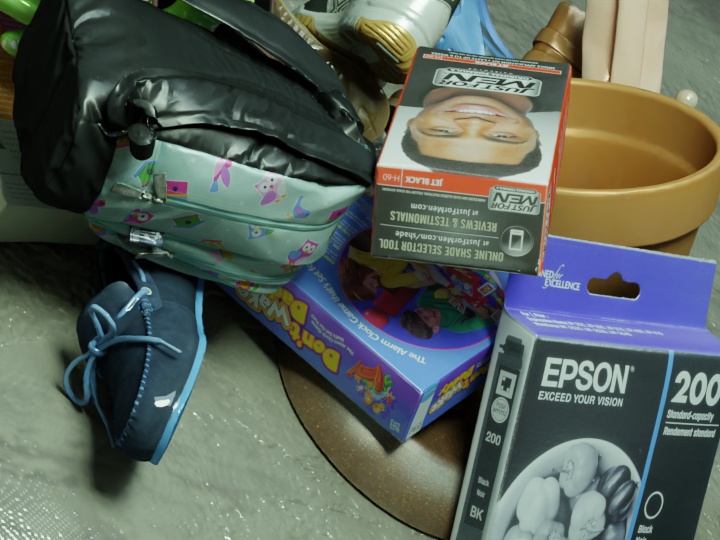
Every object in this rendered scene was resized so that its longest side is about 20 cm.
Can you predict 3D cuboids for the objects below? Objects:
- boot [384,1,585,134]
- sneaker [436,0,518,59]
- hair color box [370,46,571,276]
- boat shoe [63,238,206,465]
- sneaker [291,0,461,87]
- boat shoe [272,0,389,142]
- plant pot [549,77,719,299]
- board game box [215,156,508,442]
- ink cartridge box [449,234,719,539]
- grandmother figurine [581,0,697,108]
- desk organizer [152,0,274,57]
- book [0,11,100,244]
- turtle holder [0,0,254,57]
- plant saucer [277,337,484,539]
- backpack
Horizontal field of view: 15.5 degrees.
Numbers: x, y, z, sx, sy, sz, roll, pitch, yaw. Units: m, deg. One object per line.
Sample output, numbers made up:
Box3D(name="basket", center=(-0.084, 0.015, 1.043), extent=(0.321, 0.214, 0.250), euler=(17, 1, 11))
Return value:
Box3D(name="boot", center=(0.112, -0.122, 1.856), extent=(0.200, 0.155, 0.074), euler=(32, -10, -35))
Box3D(name="sneaker", center=(0.065, -0.159, 1.914), extent=(0.078, 0.066, 0.201), euler=(-18, 85, -44))
Box3D(name="hair color box", center=(0.068, -0.068, 1.567), extent=(0.101, 0.062, 0.200), euler=(7, 25, 5))
Box3D(name="boat shoe", center=(-0.130, 0.043, 1.464), extent=(0.068, 0.084, 0.200), euler=(24, 17, -14))
Box3D(name="sneaker", center=(0.018, -0.174, 1.800), extent=(0.076, 0.088, 0.200), euler=(43, -11, -19))
Box3D(name="boat shoe", center=(-0.071, -0.150, 1.781), extent=(0.200, 0.071, 0.065), euler=(42, -8, -9))
Box3D(name="plant pot", center=(0.134, -0.027, 1.724), extent=(0.199, 0.141, 0.200), euler=(2, 25, -1))
Box3D(name="board game box", center=(0.000, 0.000, 1.607), extent=(0.200, 0.045, 0.134), euler=(40, 45, 20))
Box3D(name="ink cartridge box", center=(0.150, 0.085, 1.613), extent=(0.198, 0.201, 0.043), euler=(6, 7, -44))
Box3D(name="grandmother figurine", center=(0.177, -0.108, 1.824), extent=(0.121, 0.201, 0.061), euler=(2, 1, -6))
Box3D(name="desk organizer", center=(-0.103, -0.159, 1.645), extent=(0.072, 0.077, 0.201), euler=(40, 39, -41))
Box3D(name="book", center=(-0.212, -0.104, 1.572), extent=(0.133, 0.048, 0.200), euler=(3, 49, -51))
Box3D(name="turtle holder", center=(-0.164, -0.200, 1.545), extent=(0.141, 0.132, 0.186), euler=(-7, 49, -48))
Box3D(name="plant saucer", center=(0.040, 0.079, 1.636), extent=(0.200, 0.037, 0.201), euler=(29, 34, -22))
Box3D(name="backpack", center=(-0.094, -0.074, 1.493), extent=(0.199, 0.127, 0.167), euler=(18, 40, -28))
